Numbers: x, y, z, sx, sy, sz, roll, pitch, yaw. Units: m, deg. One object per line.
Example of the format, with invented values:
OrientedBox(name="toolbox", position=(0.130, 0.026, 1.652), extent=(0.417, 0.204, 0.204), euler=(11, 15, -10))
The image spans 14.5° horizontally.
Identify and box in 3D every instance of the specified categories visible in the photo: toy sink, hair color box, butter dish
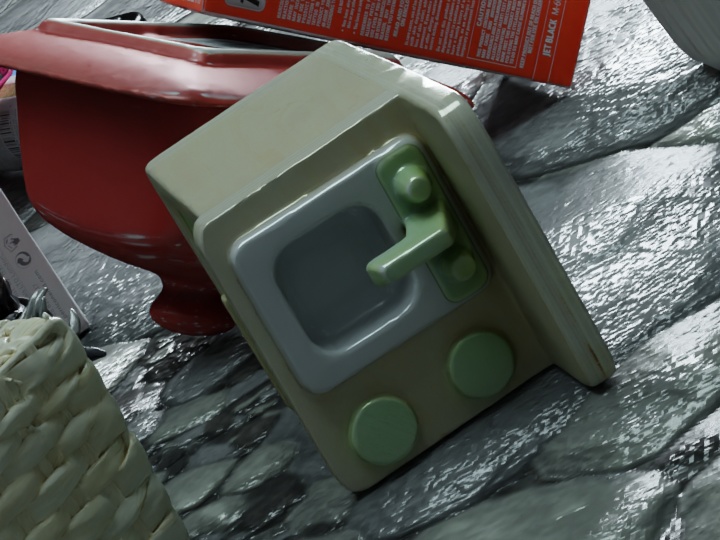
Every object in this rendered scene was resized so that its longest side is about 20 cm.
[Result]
OrientedBox(name="toy sink", position=(0.000, 0.000, 1.145), extent=(0.112, 0.131, 0.200), euler=(-34, 18, -7))
OrientedBox(name="hair color box", position=(0.006, -0.145, 1.450), extent=(0.111, 0.199, 0.064), euler=(-150, 73, -72))
OrientedBox(name="butter dish", position=(-0.076, -0.042, 1.382), extent=(0.199, 0.149, 0.199), euler=(-4, 12, -44))

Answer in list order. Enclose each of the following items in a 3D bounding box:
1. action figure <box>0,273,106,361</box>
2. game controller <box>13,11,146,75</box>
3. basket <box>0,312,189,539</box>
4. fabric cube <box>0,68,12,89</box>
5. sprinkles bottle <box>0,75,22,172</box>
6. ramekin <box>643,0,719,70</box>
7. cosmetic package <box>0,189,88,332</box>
OrientedBox(name="action figure", position=(-0.194, 0.042, 1.394), extent=(0.118, 0.103, 0.200), euler=(9, 30, 6))
OrientedBox(name="game controller", position=(-0.231, -0.144, 2.098), extent=(0.104, 0.042, 0.199), euler=(-41, 19, -29))
OrientedBox(name="basket", position=(-0.178, 0.122, 1.111), extent=(0.123, 0.136, 0.200), euler=(-10, 27, 42))
OrientedBox(name="fabric cube", position=(-0.388, -0.094, 1.865), extent=(0.199, 0.200, 0.196), euler=(-45, 4, 45))
OrientedBox(name="sprinkles bottle", position=(-0.227, -0.101, 1.926), extent=(0.068, 0.068, 0.199), euler=(-41, 20, -28))
OrientedBox(name="ramekin", position=(0.209, -0.179, 1.322), extent=(0.199, 0.105, 0.200), euler=(-28, 18, 10))
OrientedBox(name="cosmetic package", position=(-0.291, 0.036, 1.564), extent=(0.200, 0.123, 0.199), euler=(-40, 18, -21))
